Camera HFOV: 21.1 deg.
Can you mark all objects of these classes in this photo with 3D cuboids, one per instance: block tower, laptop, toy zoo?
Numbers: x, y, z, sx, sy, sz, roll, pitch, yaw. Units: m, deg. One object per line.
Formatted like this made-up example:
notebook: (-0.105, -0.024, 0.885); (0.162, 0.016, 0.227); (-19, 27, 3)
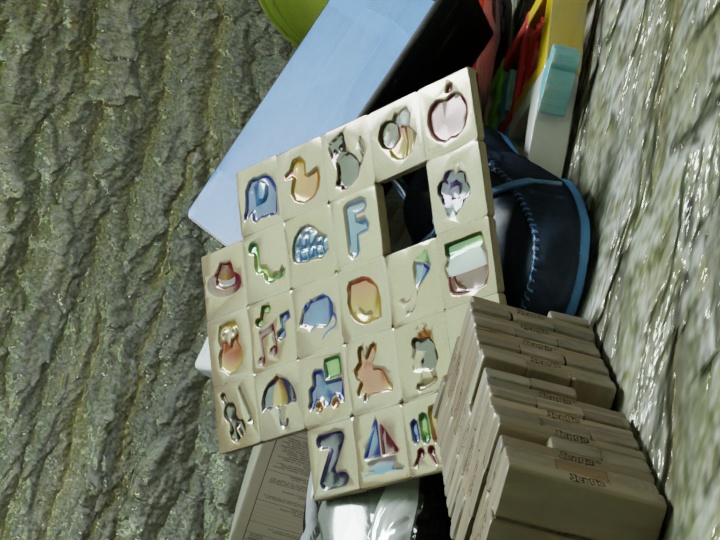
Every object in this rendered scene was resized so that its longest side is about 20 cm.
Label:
block tower: (0.062, 0.064, 0.696); (0.200, 0.057, 0.055); (-87, 13, -76)
laptop: (-0.026, -0.090, 1.063); (0.188, 0.115, 0.200); (-56, -12, 0)
toy zoo: (0.087, -0.074, 1.023); (0.200, 0.020, 0.132); (117, 164, -70)

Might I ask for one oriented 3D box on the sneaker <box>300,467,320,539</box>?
sneaker: (0.002, 0.083, 1.158); (0.114, 0.075, 0.202); (6, 76, 67)

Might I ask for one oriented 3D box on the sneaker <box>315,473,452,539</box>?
sneaker: (0.016, 0.094, 0.913); (0.079, 0.074, 0.201); (-16, 44, 32)

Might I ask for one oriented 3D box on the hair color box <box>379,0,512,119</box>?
hair color box: (0.058, -0.147, 1.224); (0.112, 0.063, 0.201); (80, -165, -45)

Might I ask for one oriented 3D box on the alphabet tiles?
alphabet tiles: (-0.007, 0.018, 0.887); (0.199, 0.008, 0.169); (-20, 71, 46)

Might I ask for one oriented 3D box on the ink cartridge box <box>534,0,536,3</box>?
ink cartridge box: (0.105, -0.226, 1.125); (0.109, 0.050, 0.202); (-140, 64, -85)

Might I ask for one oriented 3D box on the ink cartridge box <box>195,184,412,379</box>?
ink cartridge box: (0.000, 0.000, 1.107); (0.199, 0.047, 0.161); (3, 64, 55)

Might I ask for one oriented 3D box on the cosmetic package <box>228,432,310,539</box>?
cosmetic package: (-0.023, 0.129, 1.335); (0.201, 0.103, 0.074); (112, 172, -55)

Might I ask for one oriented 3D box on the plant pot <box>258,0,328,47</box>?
plant pot: (0.019, -0.259, 1.625); (0.193, 0.198, 0.202); (-132, 55, -71)

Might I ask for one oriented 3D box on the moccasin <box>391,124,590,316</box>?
moccasin: (0.049, -0.022, 0.902); (0.200, 0.068, 0.081); (-132, 56, -70)

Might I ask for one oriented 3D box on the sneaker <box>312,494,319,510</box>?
sneaker: (0.009, 0.150, 0.972); (0.075, 0.080, 0.201); (106, 176, -50)
